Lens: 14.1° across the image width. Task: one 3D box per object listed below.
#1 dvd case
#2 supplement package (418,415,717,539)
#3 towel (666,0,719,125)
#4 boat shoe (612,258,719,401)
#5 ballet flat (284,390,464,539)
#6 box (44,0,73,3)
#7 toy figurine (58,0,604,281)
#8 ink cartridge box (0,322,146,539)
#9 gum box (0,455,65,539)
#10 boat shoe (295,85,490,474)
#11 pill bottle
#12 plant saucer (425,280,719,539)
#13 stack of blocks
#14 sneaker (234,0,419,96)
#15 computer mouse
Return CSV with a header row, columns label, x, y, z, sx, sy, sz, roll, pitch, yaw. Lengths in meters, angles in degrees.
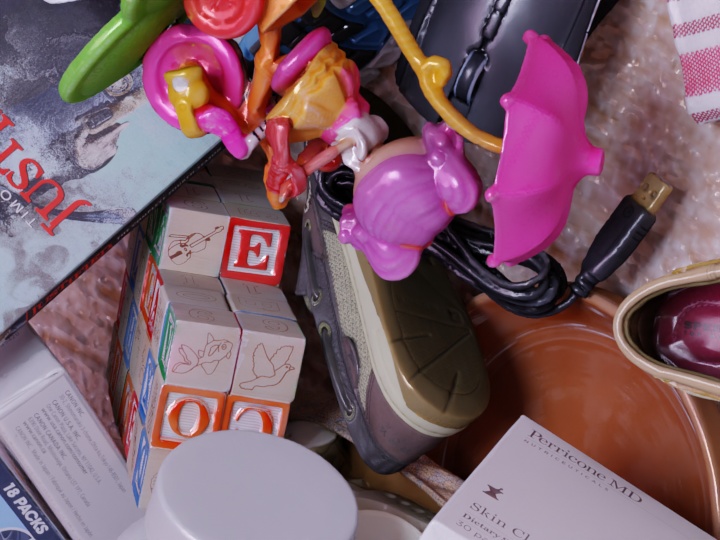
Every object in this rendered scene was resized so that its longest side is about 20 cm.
label,x,y,z,sx,sy,sz,roll,pitch,yaw
dvd case,-0.160,-0.062,1.281,0.146,0.200,0.022,47,163,5
supplement package,0.095,0.185,1.132,0.200,0.111,0.156,32,117,8
towel,0.177,-0.169,1.161,0.146,0.030,0.201,-14,83,45
boat shoe,0.189,0.029,1.109,0.200,0.066,0.074,-3,87,35
ballet flat,-0.001,0.100,1.272,0.200,0.067,0.068,20,105,44
box,-0.084,-0.205,1.294,0.121,0.032,0.200,-7,62,9
toy figurine,0.003,-0.069,1.160,0.184,0.150,0.200,48,115,4
ink cartridge box,-0.150,0.081,1.397,0.045,0.200,0.176,-36,40,-9
gum box,-0.153,0.203,1.425,0.170,0.044,0.200,47,153,34
boat shoe,0.001,0.001,1.281,0.066,0.072,0.201,-44,43,30
pill bottle,-0.063,0.168,1.216,0.113,0.113,0.200,45,133,35
plant saucer,0.086,0.104,1.253,0.200,0.032,0.201,1,92,47
stack of blocks,-0.072,0.026,1.321,0.200,0.058,0.115,-120,41,-72
sneaker,0.000,-0.156,1.318,0.200,0.075,0.087,-44,54,28
computer mouse,0.078,-0.081,1.211,0.140,0.046,0.200,34,92,14
